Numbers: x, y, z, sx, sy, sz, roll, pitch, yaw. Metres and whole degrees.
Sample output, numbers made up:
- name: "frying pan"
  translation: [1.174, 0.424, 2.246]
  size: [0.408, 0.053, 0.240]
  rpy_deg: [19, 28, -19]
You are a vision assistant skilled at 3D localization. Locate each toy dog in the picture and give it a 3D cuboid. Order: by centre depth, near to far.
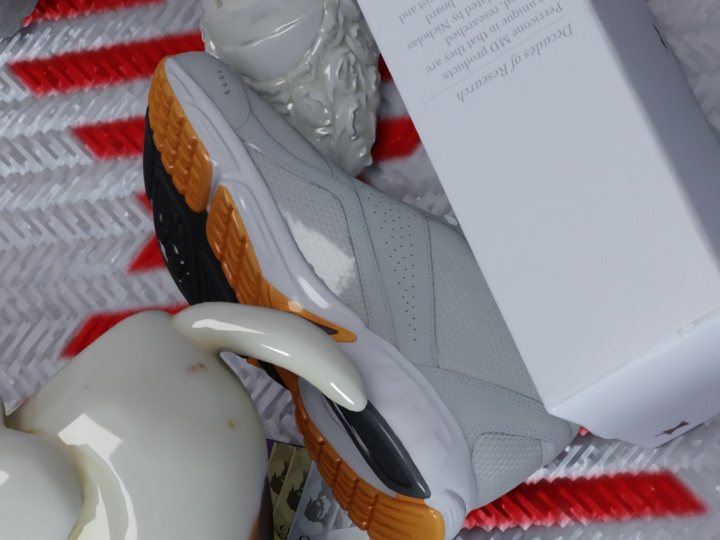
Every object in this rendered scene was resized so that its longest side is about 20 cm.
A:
- name: "toy dog"
  translation: [-0.063, 0.127, 0.766]
  size: [0.193, 0.140, 0.201]
  rpy_deg: [-28, 84, -9]

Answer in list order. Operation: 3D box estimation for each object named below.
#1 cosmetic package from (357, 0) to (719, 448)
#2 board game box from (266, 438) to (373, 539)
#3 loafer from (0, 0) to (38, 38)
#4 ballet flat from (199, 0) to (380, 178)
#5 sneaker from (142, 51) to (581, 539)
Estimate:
- name: "cosmetic package"
  translation: [0.065, -0.050, 0.792]
  size: [0.071, 0.101, 0.201]
  rpy_deg: [-30, 69, 17]
- name: "board game box"
  translation: [-0.046, 0.157, 0.829]
  size: [0.119, 0.032, 0.202]
  rpy_deg: [12, 84, 5]
- name: "loafer"
  translation: [-0.212, -0.147, 0.965]
  size: [0.199, 0.070, 0.070]
  rpy_deg: [21, 90, 28]
- name: "ballet flat"
  translation: [-0.038, -0.128, 0.879]
  size: [0.071, 0.072, 0.202]
  rpy_deg: [-13, 76, 24]
- name: "sneaker"
  translation: [0.000, 0.000, 0.831]
  size: [0.092, 0.076, 0.201]
  rpy_deg: [-24, 66, -26]
